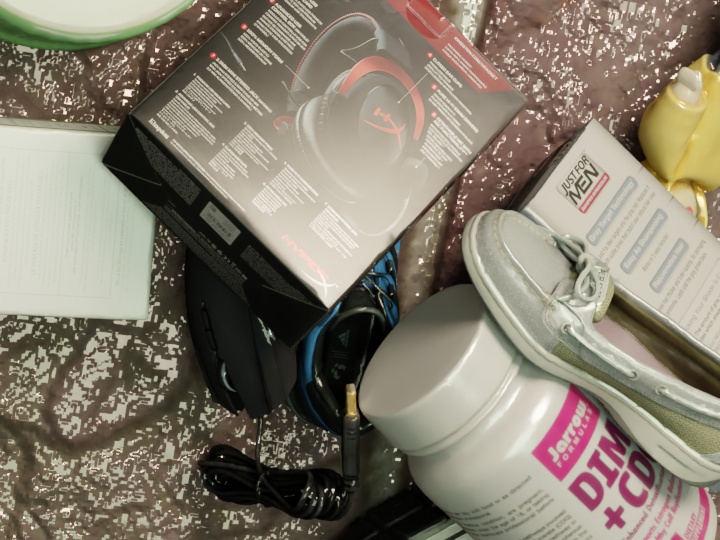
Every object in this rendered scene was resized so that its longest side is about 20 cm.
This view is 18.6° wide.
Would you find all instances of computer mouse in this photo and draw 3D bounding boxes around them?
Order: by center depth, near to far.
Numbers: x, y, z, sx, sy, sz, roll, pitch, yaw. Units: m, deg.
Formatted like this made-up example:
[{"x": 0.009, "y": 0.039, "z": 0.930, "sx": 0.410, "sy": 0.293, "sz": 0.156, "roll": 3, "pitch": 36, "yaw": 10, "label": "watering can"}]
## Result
[{"x": -0.054, "y": 0.046, "z": 1.228, "sx": 0.046, "sy": 0.140, "sz": 0.201, "roll": -6, "pitch": 103, "yaw": -40, "label": "computer mouse"}]

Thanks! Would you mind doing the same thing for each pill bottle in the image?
[{"x": 0.098, "y": 0.107, "z": 1.231, "sx": 0.200, "sy": 0.113, "sz": 0.113, "roll": 43, "pitch": 86, "yaw": -23, "label": "pill bottle"}]

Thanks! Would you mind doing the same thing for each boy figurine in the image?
[{"x": 0.212, "y": -0.091, "z": 1.311, "sx": 0.124, "sy": 0.064, "sz": 0.201, "roll": 16, "pitch": 109, "yaw": -57, "label": "boy figurine"}]

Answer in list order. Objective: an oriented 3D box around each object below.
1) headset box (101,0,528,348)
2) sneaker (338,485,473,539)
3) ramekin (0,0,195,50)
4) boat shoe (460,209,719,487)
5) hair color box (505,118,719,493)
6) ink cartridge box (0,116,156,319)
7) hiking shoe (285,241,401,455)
[{"x": -0.017, "y": -0.082, "z": 1.198, "sx": 0.149, "sy": 0.075, "sz": 0.200, "roll": 44, "pitch": 64, "yaw": -1, "label": "headset box"}, {"x": 0.082, "y": 0.177, "z": 1.331, "sx": 0.200, "sy": 0.076, "sz": 0.116, "roll": -27, "pitch": 105, "yaw": -14, "label": "sneaker"}, {"x": -0.152, "y": -0.214, "z": 1.171, "sx": 0.199, "sy": 0.098, "sz": 0.201, "roll": -3, "pitch": 101, "yaw": -17, "label": "ramekin"}, {"x": 0.139, "y": 0.033, "z": 1.180, "sx": 0.202, "sy": 0.075, "sz": 0.065, "roll": 43, "pitch": 123, "yaw": -8, "label": "boat shoe"}, {"x": 0.169, "y": 0.020, "z": 1.266, "sx": 0.200, "sy": 0.061, "sz": 0.099, "roll": 44, "pitch": 46, "yaw": -4, "label": "hair color box"}, {"x": -0.213, "y": -0.032, "z": 1.207, "sx": 0.199, "sy": 0.059, "sz": 0.105, "roll": 3, "pitch": 98, "yaw": -19, "label": "ink cartridge box"}, {"x": 0.000, "y": 0.000, "z": 1.266, "sx": 0.074, "sy": 0.087, "sz": 0.201, "roll": -2, "pitch": 101, "yaw": -17, "label": "hiking shoe"}]
